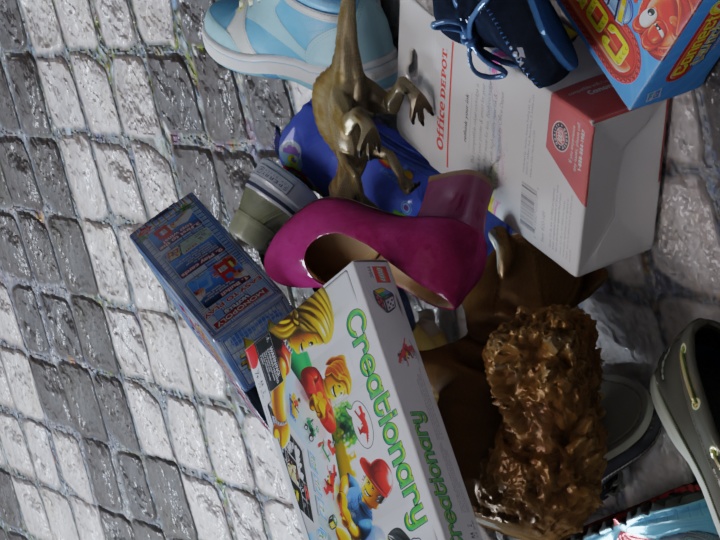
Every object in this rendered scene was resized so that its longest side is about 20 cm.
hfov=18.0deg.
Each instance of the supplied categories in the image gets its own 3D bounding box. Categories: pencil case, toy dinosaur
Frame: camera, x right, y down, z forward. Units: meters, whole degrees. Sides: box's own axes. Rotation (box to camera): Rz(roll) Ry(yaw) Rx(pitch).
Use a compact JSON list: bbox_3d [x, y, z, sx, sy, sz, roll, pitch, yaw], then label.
[{"bbox_3d":[0.021,-0.063,1.605,0.200,0.078,0.087,36,154,45],"label":"pencil case"},{"bbox_3d":[-0.004,-0.109,1.495,0.101,0.058,0.201,32,129,49],"label":"toy dinosaur"}]

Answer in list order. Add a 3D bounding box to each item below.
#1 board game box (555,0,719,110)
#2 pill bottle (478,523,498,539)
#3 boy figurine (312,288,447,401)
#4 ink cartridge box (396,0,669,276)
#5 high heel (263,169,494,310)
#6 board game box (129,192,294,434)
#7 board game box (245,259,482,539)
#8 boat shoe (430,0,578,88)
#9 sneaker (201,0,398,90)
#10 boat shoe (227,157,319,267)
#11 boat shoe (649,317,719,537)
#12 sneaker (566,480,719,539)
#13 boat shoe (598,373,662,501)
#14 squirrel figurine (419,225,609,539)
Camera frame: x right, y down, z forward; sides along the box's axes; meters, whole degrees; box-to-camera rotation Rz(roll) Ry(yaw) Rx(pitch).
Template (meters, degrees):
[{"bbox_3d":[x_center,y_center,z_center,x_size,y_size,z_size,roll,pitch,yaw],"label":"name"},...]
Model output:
[{"bbox_3d":[0.156,-0.228,1.279,0.200,0.056,0.196,59,150,20],"label":"board game box"},{"bbox_3d":[0.041,0.207,1.626,0.200,0.108,0.109,142,107,-83],"label":"pill bottle"},{"bbox_3d":[0.036,0.080,1.647,0.064,0.124,0.201,-21,102,32],"label":"boy figurine"},{"bbox_3d":[0.104,-0.099,1.447,0.200,0.067,0.117,41,140,41],"label":"ink cartridge box"},{"bbox_3d":[0.000,0.000,1.466,0.067,0.096,0.200,36,142,-28],"label":"high heel"},{"bbox_3d":[-0.074,0.054,1.635,0.200,0.062,0.200,57,174,-16],"label":"board game box"},{"bbox_3d":[0.001,0.111,1.413,0.126,0.034,0.201,-40,61,42],"label":"board game box"},{"bbox_3d":[0.079,-0.157,1.378,0.084,0.068,0.200,55,-172,-28],"label":"boat shoe"},{"bbox_3d":[-0.050,-0.206,1.642,0.199,0.079,0.131,18,126,45],"label":"sneaker"},{"bbox_3d":[-0.050,-0.025,1.681,0.072,0.062,0.200,38,177,25],"label":"boat shoe"},{"bbox_3d":[0.240,0.119,1.345,0.202,0.072,0.060,60,156,26],"label":"boat shoe"},{"bbox_3d":[0.184,0.204,1.489,0.200,0.079,0.096,-38,71,61],"label":"sneaker"},{"bbox_3d":[0.153,0.124,1.542,0.063,0.073,0.200,29,151,-19],"label":"boat shoe"},{"bbox_3d":[0.105,0.070,1.444,0.200,0.141,0.188,4,72,66],"label":"squirrel figurine"}]
